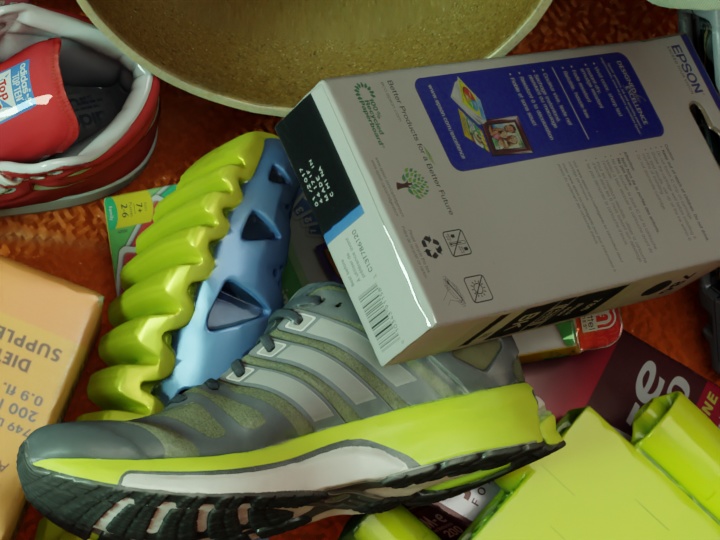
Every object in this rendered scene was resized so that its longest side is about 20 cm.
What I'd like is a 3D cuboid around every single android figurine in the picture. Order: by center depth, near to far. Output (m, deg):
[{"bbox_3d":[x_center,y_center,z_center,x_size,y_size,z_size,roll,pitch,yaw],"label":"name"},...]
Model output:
[{"bbox_3d":[0.092,0.139,0.829,0.200,0.041,0.182,44,80,0],"label":"android figurine"}]

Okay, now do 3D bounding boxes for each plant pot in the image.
[{"bbox_3d":[-0.018,-0.195,0.824,0.186,0.187,0.200,8,50,-11],"label":"plant pot"}]

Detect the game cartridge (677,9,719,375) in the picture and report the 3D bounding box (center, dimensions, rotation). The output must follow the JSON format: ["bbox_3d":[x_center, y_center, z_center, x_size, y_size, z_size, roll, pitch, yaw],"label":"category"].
[{"bbox_3d":[0.201,-0.062,0.908,0.133,0.041,0.201,-18,113,-22],"label":"game cartridge"}]

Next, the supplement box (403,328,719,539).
[{"bbox_3d":[0.128,0.103,0.893,0.200,0.061,0.109,30,74,-4],"label":"supplement box"}]

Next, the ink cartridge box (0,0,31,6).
[{"bbox_3d":[-0.227,-0.137,0.818,0.199,0.145,0.085,-8,81,-14],"label":"ink cartridge box"}]

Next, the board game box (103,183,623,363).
[{"bbox_3d":[0.000,0.000,0.866,0.199,0.030,0.096,-10,80,6],"label":"board game box"}]

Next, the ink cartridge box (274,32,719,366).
[{"bbox_3d":[0.069,-0.031,0.805,0.200,0.039,0.100,-11,70,-40],"label":"ink cartridge box"}]

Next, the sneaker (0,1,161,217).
[{"bbox_3d":[-0.169,-0.043,0.829,0.199,0.112,0.071,-22,83,-16],"label":"sneaker"}]

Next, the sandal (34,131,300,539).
[{"bbox_3d":[-0.058,0.045,0.828,0.087,0.079,0.201,21,82,-19],"label":"sandal"}]

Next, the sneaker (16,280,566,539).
[{"bbox_3d":[-0.028,0.049,0.773,0.199,0.074,0.081,-7,69,-25],"label":"sneaker"}]

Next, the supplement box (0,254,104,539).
[{"bbox_3d":[-0.163,0.095,0.826,0.066,0.069,0.201,21,77,-5],"label":"supplement box"}]

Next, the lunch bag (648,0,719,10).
[{"bbox_3d":[0.121,-0.189,0.740,0.117,0.200,0.164,-16,106,27],"label":"lunch bag"}]
